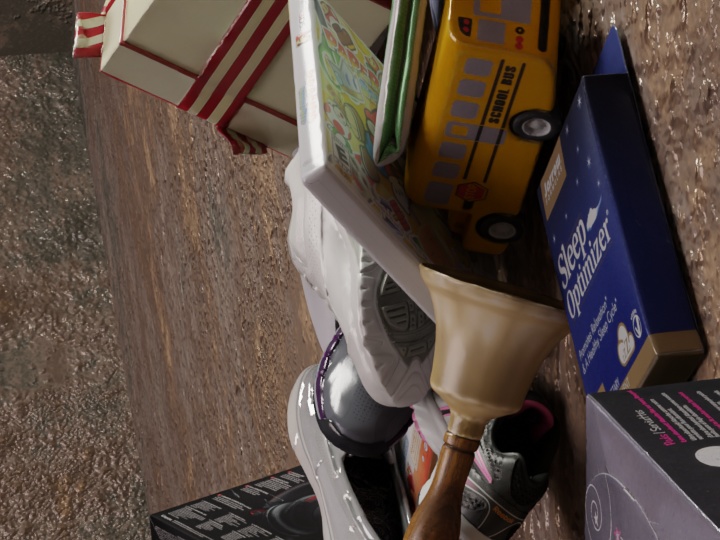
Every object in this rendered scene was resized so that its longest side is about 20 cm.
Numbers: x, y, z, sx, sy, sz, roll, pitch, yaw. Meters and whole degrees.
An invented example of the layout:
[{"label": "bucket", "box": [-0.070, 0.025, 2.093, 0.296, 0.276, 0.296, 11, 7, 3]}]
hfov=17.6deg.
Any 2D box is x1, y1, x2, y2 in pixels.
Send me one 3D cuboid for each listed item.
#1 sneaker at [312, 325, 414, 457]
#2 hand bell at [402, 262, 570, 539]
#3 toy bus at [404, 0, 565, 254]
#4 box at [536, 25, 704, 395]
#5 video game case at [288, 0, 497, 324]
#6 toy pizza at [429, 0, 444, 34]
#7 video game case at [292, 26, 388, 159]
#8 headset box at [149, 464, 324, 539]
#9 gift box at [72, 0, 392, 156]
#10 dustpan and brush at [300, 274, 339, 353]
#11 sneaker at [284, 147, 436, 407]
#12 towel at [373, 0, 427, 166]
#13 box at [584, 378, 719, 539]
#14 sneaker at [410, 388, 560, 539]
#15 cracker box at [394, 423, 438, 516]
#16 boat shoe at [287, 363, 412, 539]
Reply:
[{"label": "sneaker", "box": [0.024, 0.030, 1.547, 0.088, 0.074, 0.201, 109, -177, -46]}, {"label": "hand bell", "box": [0.056, 0.106, 1.349, 0.104, 0.103, 0.202, -150, 75, -75]}, {"label": "toy bus", "box": [0.073, -0.090, 1.367, 0.201, 0.078, 0.066, 105, 172, -57]}, {"label": "box", "box": [0.134, -0.018, 1.259, 0.121, 0.032, 0.202, 106, 157, -60]}, {"label": "video game case", "box": [0.024, -0.057, 1.439, 0.200, 0.023, 0.183, 45, -155, -35]}, {"label": "toy pizza", "box": [0.079, -0.201, 1.440, 0.200, 0.031, 0.202, 175, 90, -77]}, {"label": "video game case", "box": [-0.024, -0.179, 1.778, 0.144, 0.018, 0.200, -60, 21, 21]}, {"label": "headset box", "box": [-0.032, 0.204, 1.710, 0.148, 0.199, 0.076, 17, 116, 50]}, {"label": "gift box", "box": [-0.091, -0.202, 1.684, 0.187, 0.184, 0.201, -48, 24, 39]}, {"label": "dustpan and brush", "box": [-0.017, -0.023, 1.683, 0.200, 0.057, 0.141, -122, 26, -62]}, {"label": "sneaker", "box": [0.000, 0.000, 1.512, 0.099, 0.077, 0.202, -38, 58, 51]}, {"label": "towel", "box": [0.029, -0.164, 1.406, 0.200, 0.023, 0.154, -83, -1, -65]}, {"label": "box", "box": [0.171, 0.137, 0.947, 0.200, 0.114, 0.133, -126, 34, -68]}, {"label": "sneaker", "box": [0.089, 0.101, 1.451, 0.086, 0.080, 0.201, -44, 26, 25]}, {"label": "cracker box", "box": [0.045, 0.091, 1.652, 0.201, 0.057, 0.135, -106, 17, -44]}, {"label": "boat shoe", "box": [-0.002, 0.135, 1.612, 0.069, 0.071, 0.201, -55, 30, 39]}]
